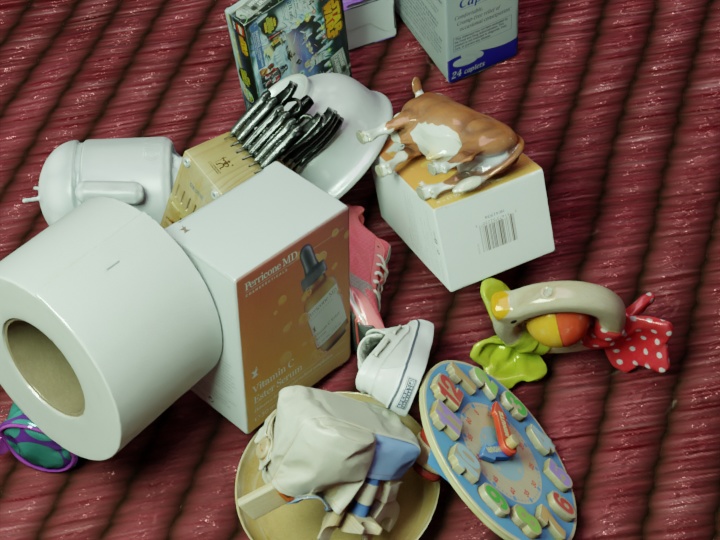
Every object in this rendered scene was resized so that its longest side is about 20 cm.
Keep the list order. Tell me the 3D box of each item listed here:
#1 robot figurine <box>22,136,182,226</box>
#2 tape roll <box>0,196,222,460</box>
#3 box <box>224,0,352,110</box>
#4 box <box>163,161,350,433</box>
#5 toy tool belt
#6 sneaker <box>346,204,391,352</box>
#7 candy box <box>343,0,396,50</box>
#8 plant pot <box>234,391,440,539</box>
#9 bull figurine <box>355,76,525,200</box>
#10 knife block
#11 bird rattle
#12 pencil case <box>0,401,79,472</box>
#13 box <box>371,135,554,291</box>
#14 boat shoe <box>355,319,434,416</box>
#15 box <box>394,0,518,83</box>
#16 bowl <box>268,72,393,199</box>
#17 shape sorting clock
[{"bbox_3d":[-0.268,-0.088,1.500,0.197,0.170,0.115,-3,92,-3],"label":"robot figurine"},{"bbox_3d":[-0.245,0.053,1.258,0.201,0.205,0.139,29,48,26],"label":"tape roll"},{"bbox_3d":[-0.077,-0.246,1.554,0.136,0.201,0.040,-38,57,-21],"label":"box"},{"bbox_3d":[-0.096,0.026,1.326,0.106,0.202,0.152,32,51,32],"label":"box"},{"bbox_3d":[-0.008,0.186,1.234,0.198,0.124,0.125,18,18,-35],"label":"toy tool belt"},{"bbox_3d":[0.000,0.000,1.437,0.086,0.074,0.201,-17,53,-12],"label":"sneaker"},{"bbox_3d":[-0.066,-0.361,1.725,0.166,0.072,0.201,-19,53,-8],"label":"candy box"},{"bbox_3d":[-0.021,0.208,1.306,0.197,0.028,0.202,-3,52,3],"label":"plant pot"},{"bbox_3d":[0.074,-0.134,1.369,0.121,0.066,0.199,-34,33,-23],"label":"bull figurine"},{"bbox_3d":[-0.108,-0.099,1.400,0.174,0.201,0.064,-27,67,-37],"label":"knife block"},{"bbox_3d":[0.202,0.058,1.323,0.197,0.163,0.114,1,70,19],"label":"bird rattle"},{"bbox_3d":[-0.300,0.099,1.384,0.091,0.086,0.202,4,53,13],"label":"pencil case"},{"bbox_3d":[0.101,-0.081,1.429,0.123,0.099,0.200,-21,31,-12],"label":"box"},{"bbox_3d":[0.028,0.085,1.309,0.065,0.073,0.200,22,16,0],"label":"boat shoe"},{"bbox_3d":[0.106,-0.368,1.629,0.104,0.201,0.185,-22,53,-13],"label":"box"},{"bbox_3d":[-0.067,-0.149,1.487,0.200,0.090,0.202,-31,32,22],"label":"bowl"},{"bbox_3d":[0.129,0.166,1.239,0.199,0.039,0.201,32,31,-22],"label":"shape sorting clock"}]
